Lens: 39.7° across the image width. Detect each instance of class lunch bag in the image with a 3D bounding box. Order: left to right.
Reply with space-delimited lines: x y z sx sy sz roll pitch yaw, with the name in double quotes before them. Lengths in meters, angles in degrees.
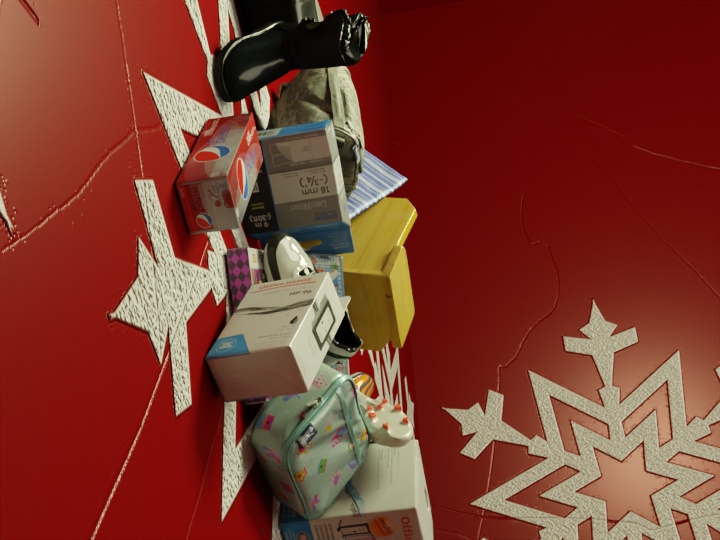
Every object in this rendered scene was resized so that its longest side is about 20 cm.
"lunch bag" -0.059 0.224 1.331 0.160 0.077 0.201 -46 145 -28
"lunch bag" -0.063 -0.208 1.533 0.202 0.138 0.169 -97 -157 -43

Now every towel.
"towel" -0.036 -0.147 1.620 0.199 0.144 0.024 -35 153 -38

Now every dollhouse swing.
"dollhouse swing" 0.000 0.000 1.617 0.176 0.198 0.184 -50 137 -49

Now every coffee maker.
"coffee maker" -0.125 -0.420 1.547 0.193 0.133 0.202 -77 157 -64

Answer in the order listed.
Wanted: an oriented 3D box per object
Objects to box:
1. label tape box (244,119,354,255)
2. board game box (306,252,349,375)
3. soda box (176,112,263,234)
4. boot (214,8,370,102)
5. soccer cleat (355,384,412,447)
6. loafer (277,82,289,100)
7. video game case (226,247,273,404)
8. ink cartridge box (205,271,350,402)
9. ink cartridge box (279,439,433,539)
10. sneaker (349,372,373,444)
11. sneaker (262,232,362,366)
"label tape box" -0.094 -0.101 1.419 0.063 0.142 0.203 -76 157 -69
"board game box" -0.070 0.115 1.474 0.201 0.061 0.202 118 -30 -49
"soda box" -0.167 -0.122 1.210 0.201 0.063 0.071 -85 165 -61
"boot" -0.090 -0.302 1.387 0.200 0.166 0.077 -51 133 -46
"soccer cleat" 0.011 0.225 1.461 0.199 0.069 0.079 23 -63 53
"loafer" -0.112 -0.228 1.721 0.072 0.072 0.202 35 38 -68
"video game case" -0.133 0.073 1.364 0.181 0.035 0.203 12 70 -81
"ink cartridge box" -0.094 0.067 1.214 0.201 0.115 0.068 -64 140 -55
"ink cartridge box" 0.000 0.356 1.452 0.145 0.197 0.149 -85 165 -58
"sneaker" -0.005 0.248 1.581 0.201 0.111 0.078 -54 138 -38
"sneaker" -0.060 0.035 1.346 0.074 0.080 0.202 -40 107 -37
